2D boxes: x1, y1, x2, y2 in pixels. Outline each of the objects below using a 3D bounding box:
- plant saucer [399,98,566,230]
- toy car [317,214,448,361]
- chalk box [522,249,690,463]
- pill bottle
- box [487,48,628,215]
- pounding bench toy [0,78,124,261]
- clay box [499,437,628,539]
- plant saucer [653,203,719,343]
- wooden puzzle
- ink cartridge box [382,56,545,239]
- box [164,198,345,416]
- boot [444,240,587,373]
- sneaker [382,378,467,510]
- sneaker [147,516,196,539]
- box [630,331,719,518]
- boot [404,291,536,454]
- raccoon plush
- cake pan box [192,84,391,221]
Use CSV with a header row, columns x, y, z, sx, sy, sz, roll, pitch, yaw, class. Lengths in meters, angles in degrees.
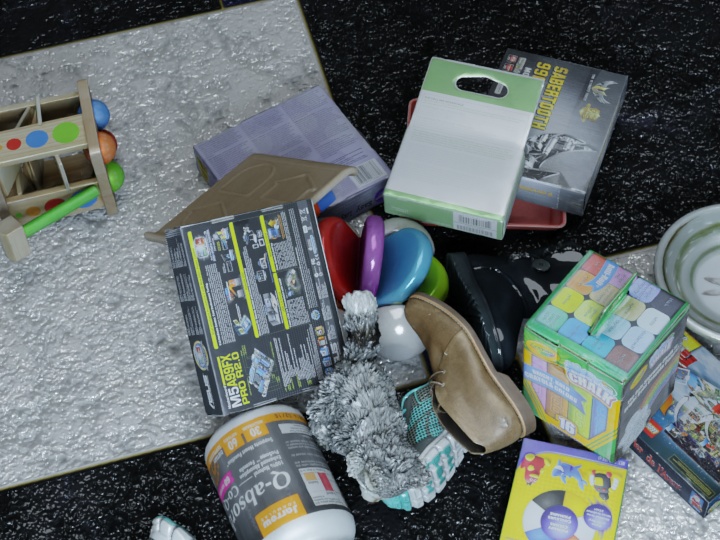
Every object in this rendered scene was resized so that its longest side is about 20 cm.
x,y,z,sx,sy,sz,roll,pitch,yaw,class
0.153,-0.126,1.723,0.199,0.037,0.200,2,55,5,plant saucer
0.000,0.000,1.570,0.200,0.150,0.175,1,54,4,toy car
0.248,0.075,1.421,0.124,0.200,0.124,31,59,27,chalk box
-0.074,0.246,1.419,0.116,0.116,0.200,-21,56,-12,pill bottle
0.224,-0.172,1.701,0.158,0.048,0.200,16,57,15,box
-0.366,-0.110,1.685,0.156,0.124,0.200,-13,55,-6,pounding bench toy
0.201,0.277,1.422,0.115,0.048,0.200,11,54,11,clay box
0.435,0.014,1.598,0.200,0.050,0.200,-1,55,2,plant saucer
-0.122,-0.066,1.592,0.200,0.046,0.185,-38,32,-30,wooden puzzle
0.123,-0.145,1.629,0.145,0.048,0.200,14,63,12,ink cartridge box
-0.105,0.037,1.457,0.160,0.044,0.200,-15,93,-31,box
0.195,0.036,1.551,0.168,0.076,0.200,-6,34,-8,boot
0.070,0.174,1.497,0.091,0.078,0.200,23,50,28,sneaker
-0.157,0.338,1.387,0.200,0.078,0.091,36,79,29,sneaker
0.350,0.153,1.510,0.137,0.038,0.200,-34,59,-19,box
0.095,0.105,1.457,0.075,0.074,0.200,-29,61,-17,boot
0.008,0.133,1.386,0.097,0.200,0.134,-16,22,-21,raccoon plush
-0.080,-0.126,1.728,0.200,0.052,0.184,-29,60,-17,cake pan box
